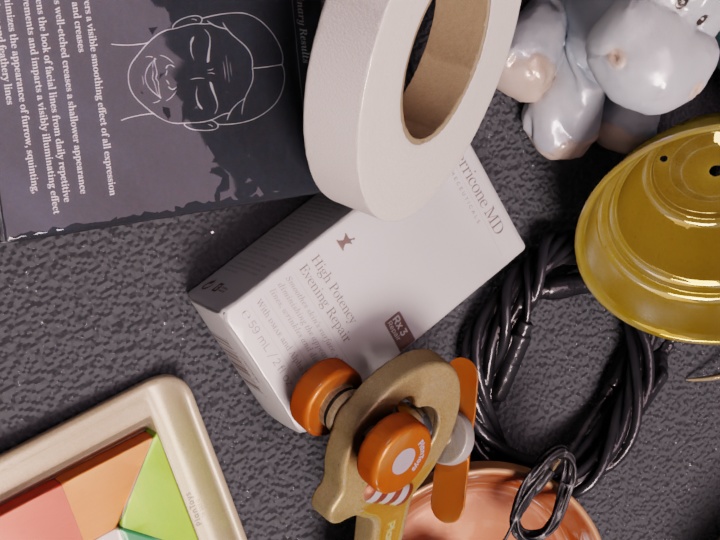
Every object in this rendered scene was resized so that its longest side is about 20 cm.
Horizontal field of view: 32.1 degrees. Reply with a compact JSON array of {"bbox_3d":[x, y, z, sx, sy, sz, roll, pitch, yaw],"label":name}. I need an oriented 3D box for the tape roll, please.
[{"bbox_3d":[0.035,-0.127,0.698,0.203,0.037,0.204,-50,152,-39],"label":"tape roll"}]

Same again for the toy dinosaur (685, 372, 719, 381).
[{"bbox_3d":[0.354,0.033,0.981,0.058,0.101,0.200,44,79,-15],"label":"toy dinosaur"}]

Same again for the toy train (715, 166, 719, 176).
[{"bbox_3d":[0.339,-0.066,0.912,0.086,0.200,0.115,-17,85,-30],"label":"toy train"}]

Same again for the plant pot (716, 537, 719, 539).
[{"bbox_3d":[0.338,0.304,0.973,0.200,0.200,0.179,-44,98,-15],"label":"plant pot"}]

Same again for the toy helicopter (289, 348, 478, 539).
[{"bbox_3d":[0.022,0.136,0.792,0.132,0.079,0.201,-20,130,-39],"label":"toy helicopter"}]

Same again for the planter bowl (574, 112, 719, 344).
[{"bbox_3d":[0.248,-0.047,0.865,0.200,0.200,0.084,38,39,-26],"label":"planter bowl"}]

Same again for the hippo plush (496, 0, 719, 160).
[{"bbox_3d":[0.198,-0.163,0.836,0.159,0.161,0.201,29,84,-27],"label":"hippo plush"}]

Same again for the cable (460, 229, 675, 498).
[{"bbox_3d":[0.146,0.070,0.907,0.200,0.051,0.163,-49,115,-12],"label":"cable"}]

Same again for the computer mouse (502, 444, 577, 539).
[{"bbox_3d":[0.075,0.197,0.847,0.200,0.034,0.059,-48,113,-5],"label":"computer mouse"}]

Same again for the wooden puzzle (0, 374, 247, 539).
[{"bbox_3d":[-0.166,0.186,0.770,0.199,0.037,0.186,-25,108,-22],"label":"wooden puzzle"}]

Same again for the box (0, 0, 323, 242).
[{"bbox_3d":[-0.125,-0.108,0.708,0.198,0.107,0.150,-10,101,-25],"label":"box"}]

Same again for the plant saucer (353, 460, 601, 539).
[{"bbox_3d":[0.077,0.228,0.884,0.198,0.032,0.202,-3,104,-13],"label":"plant saucer"}]

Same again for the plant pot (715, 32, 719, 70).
[{"bbox_3d":[0.356,-0.227,0.887,0.199,0.160,0.203,-5,98,-39],"label":"plant pot"}]

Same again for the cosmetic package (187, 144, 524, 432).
[{"bbox_3d":[0.000,0.000,0.809,0.200,0.074,0.102,-39,113,-16],"label":"cosmetic package"}]
